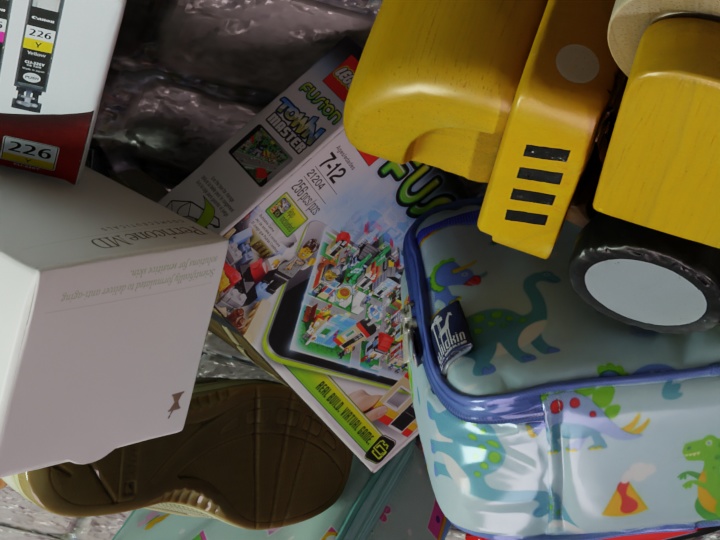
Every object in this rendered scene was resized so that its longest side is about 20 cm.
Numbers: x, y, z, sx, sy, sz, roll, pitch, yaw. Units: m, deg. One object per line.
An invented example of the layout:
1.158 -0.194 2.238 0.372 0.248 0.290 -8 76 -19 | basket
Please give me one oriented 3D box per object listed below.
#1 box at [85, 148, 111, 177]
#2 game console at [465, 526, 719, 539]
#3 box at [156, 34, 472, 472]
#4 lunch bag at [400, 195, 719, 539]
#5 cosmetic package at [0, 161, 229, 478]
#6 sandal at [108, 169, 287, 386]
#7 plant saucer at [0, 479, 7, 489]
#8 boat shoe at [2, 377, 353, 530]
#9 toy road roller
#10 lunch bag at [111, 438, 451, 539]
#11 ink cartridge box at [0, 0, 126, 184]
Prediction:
-0.196 0.002 0.983 0.199 0.051 0.158 0 152 12 | box
0.157 0.086 0.964 0.177 0.031 0.200 -22 179 -39 | game console
0.000 0.000 0.880 0.110 0.035 0.200 -42 144 -2 | box
0.115 0.025 0.810 0.199 0.161 0.083 -6 120 0 | lunch bag
-0.162 -0.007 0.791 0.200 0.085 0.107 25 -160 29 | cosmetic package
-0.047 0.006 0.947 0.080 0.054 0.200 33 169 37 | sandal
-0.286 0.084 1.149 0.199 0.038 0.200 7 165 2 | plant saucer
-0.089 0.083 1.007 0.200 0.073 0.063 1 -170 -43 | boat shoe
0.075 -0.077 0.695 0.146 0.123 0.200 18 154 4 | toy road roller
-0.056 0.152 1.130 0.200 0.161 0.077 -14 120 37 | lunch bag
-0.173 -0.123 0.699 0.199 0.084 0.176 12 152 -8 | ink cartridge box
